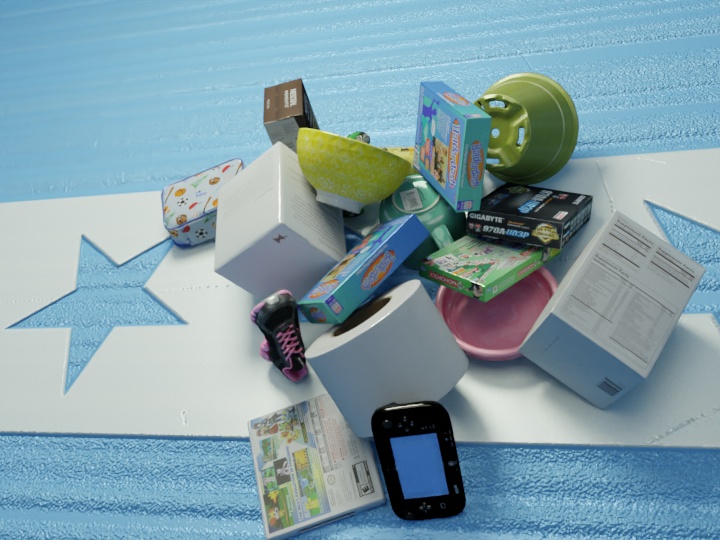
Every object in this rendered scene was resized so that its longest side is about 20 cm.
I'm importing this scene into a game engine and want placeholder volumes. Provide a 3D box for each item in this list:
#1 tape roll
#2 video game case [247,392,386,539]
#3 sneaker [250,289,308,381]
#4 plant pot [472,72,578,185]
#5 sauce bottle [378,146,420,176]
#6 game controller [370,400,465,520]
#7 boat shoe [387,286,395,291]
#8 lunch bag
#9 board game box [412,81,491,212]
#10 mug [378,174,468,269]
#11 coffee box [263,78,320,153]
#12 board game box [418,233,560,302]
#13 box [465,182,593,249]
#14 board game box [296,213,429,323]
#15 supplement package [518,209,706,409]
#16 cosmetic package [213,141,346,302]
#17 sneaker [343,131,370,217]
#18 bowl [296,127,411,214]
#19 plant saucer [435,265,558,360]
[{"bbox_3d":[0.037,0.124,1.108,0.202,0.140,0.203,-32,7,4],"label":"tape roll"},{"bbox_3d":[-0.071,0.286,1.153,0.181,0.022,0.201,-19,50,2],"label":"video game case"},{"bbox_3d":[-0.116,0.109,1.205,0.079,0.201,0.096,-30,61,-17],"label":"sneaker"},{"bbox_3d":[0.255,-0.240,1.309,0.198,0.202,0.190,11,15,25],"label":"plant pot"},{"bbox_3d":[0.050,-0.199,1.433,0.198,0.065,0.065,-3,46,-19],"label":"sauce bottle"},{"bbox_3d":[0.079,0.255,1.019,0.103,0.202,0.042,-4,30,17],"label":"game controller"},{"bbox_3d":[0.001,0.095,1.251,0.066,0.074,0.200,26,64,33],"label":"boat shoe"},{"bbox_3d":[-0.301,-0.141,1.542,0.198,0.076,0.161,-20,46,2],"label":"lunch bag"},{"bbox_3d":[0.144,-0.205,1.243,0.045,0.153,0.200,-5,30,-16],"label":"board game box"},{"bbox_3d":[0.121,-0.090,1.336,0.184,0.115,0.153,19,60,30],"label":"mug"},{"bbox_3d":[-0.120,-0.253,1.490,0.079,0.201,0.114,-11,49,8],"label":"coffee box"},{"bbox_3d":[0.207,-0.020,1.218,0.199,0.029,0.134,-27,35,-36],"label":"board game box"},{"bbox_3d":[0.283,-0.094,1.269,0.158,0.046,0.200,13,23,27],"label":"box"},{"bbox_3d":[0.000,0.000,1.200,0.200,0.045,0.152,-44,12,-17],"label":"board game box"},{"bbox_3d":[0.353,0.057,1.088,0.150,0.152,0.200,35,66,9],"label":"supplement package"},{"bbox_3d":[-0.140,-0.075,1.339,0.166,0.167,0.201,-31,43,27],"label":"cosmetic package"},{"bbox_3d":[-0.008,-0.183,1.490,0.084,0.078,0.202,6,63,14],"label":"sneaker"},{"bbox_3d":[-0.023,-0.158,1.294,0.199,0.200,0.109,18,93,29],"label":"bowl"},{"bbox_3d":[0.220,0.063,1.223,0.198,0.051,0.202,-9,49,10],"label":"plant saucer"}]
